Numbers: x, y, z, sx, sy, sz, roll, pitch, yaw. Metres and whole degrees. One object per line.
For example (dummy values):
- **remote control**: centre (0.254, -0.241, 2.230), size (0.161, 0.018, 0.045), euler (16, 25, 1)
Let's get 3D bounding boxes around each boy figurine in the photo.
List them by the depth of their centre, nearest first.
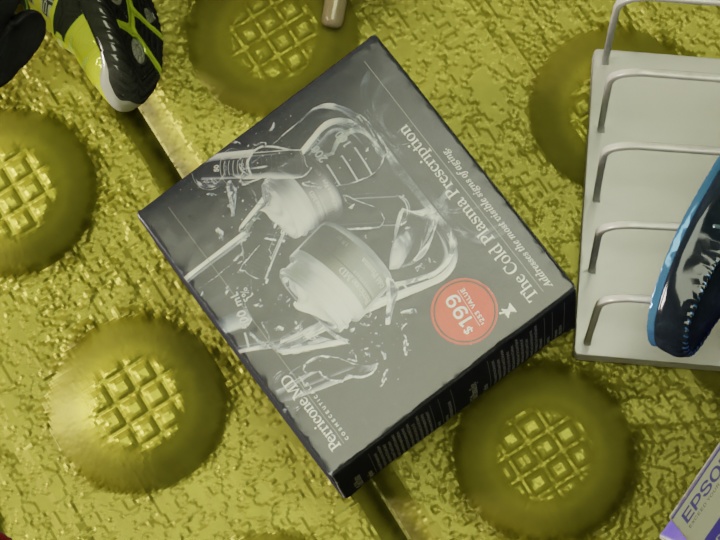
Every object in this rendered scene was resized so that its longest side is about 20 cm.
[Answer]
- **boy figurine**: centre (-0.289, -0.191, 1.473), size (0.199, 0.124, 0.065), euler (30, 74, 27)

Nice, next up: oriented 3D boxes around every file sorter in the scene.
- **file sorter**: centre (0.207, -0.052, 1.424), size (0.138, 0.125, 0.201), euler (5, 75, 2)

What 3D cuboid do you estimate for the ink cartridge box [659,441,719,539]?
- **ink cartridge box**: centre (0.256, 0.103, 1.352), size (0.043, 0.200, 0.199), euler (25, 73, 43)

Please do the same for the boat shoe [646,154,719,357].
- **boat shoe**: centre (0.228, -0.037, 1.310), size (0.068, 0.084, 0.201), euler (27, 80, 21)

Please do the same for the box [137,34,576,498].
- **box**: centre (0.000, 0.000, 1.416), size (0.182, 0.104, 0.200), euler (-38, 77, -4)

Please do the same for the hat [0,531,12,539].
- **hat**: centre (-0.158, 0.238, 1.318), size (0.199, 0.176, 0.166), euler (25, 76, 7)

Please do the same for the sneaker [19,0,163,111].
- **sneaker**: centre (-0.191, -0.185, 1.503), size (0.076, 0.075, 0.201), euler (-31, 75, 19)

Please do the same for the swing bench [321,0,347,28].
- **swing bench**: centre (-0.072, -0.279, 1.453), size (0.198, 0.130, 0.201), euler (9, 74, -22)
